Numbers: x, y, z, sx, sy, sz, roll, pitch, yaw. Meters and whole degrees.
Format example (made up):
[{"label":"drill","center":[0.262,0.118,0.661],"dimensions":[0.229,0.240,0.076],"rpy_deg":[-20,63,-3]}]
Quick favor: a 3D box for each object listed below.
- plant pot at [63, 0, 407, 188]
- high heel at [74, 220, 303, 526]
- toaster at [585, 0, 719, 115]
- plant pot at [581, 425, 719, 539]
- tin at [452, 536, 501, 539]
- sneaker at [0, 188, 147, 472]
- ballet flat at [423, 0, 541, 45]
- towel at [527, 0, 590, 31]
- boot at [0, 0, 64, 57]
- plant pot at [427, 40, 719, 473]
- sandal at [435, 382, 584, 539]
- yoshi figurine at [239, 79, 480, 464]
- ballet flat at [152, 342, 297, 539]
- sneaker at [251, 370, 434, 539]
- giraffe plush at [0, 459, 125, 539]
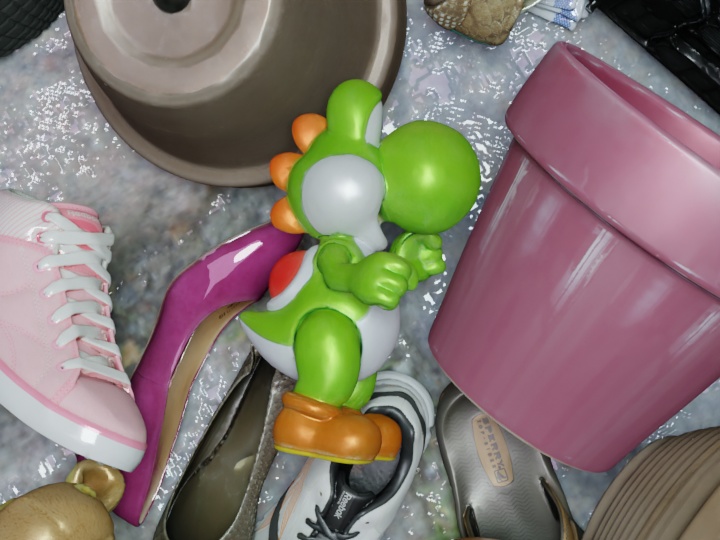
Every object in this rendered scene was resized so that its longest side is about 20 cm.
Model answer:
[{"label":"plant pot","center":[-0.080,-0.146,0.813],"dimensions":[0.200,0.175,0.201],"rpy_deg":[0,93,8]},{"label":"high heel","center":[-0.090,0.057,0.871],"dimensions":[0.200,0.067,0.096],"rpy_deg":[-41,77,16]},{"label":"toaster","center":[0.238,-0.139,0.799],"dimensions":[0.200,0.181,0.119],"rpy_deg":[40,89,-4]},{"label":"plant pot","center":[0.185,0.157,0.814],"dimensions":[0.093,0.201,0.201],"rpy_deg":[31,90,35]},{"label":"tin","center":[0.029,0.227,0.839],"dimensions":[0.200,0.042,0.112],"rpy_deg":[-32,106,12]},{"label":"sneaker","center":[-0.169,0.022,0.838],"dimensions":[0.200,0.075,0.105],"rpy_deg":[39,95,38]},{"label":"ballet flat","center":[0.115,-0.213,0.857],"dimensions":[0.065,0.071,0.200],"rpy_deg":[38,93,-23]},{"label":"towel","center":[0.065,-0.245,0.896],"dimensions":[0.200,0.024,0.147],"rpy_deg":[20,89,4]},{"label":"boot","center":[-0.215,-0.235,0.899],"dimensions":[0.131,0.068,0.200],"rpy_deg":[35,88,14]},{"label":"plant pot","center":[0.137,0.002,0.811],"dimensions":[0.200,0.200,0.179],"rpy_deg":[36,106,3]},{"label":"sandal","center":[0.100,0.155,0.864],"dimensions":[0.082,0.055,0.201],"rpy_deg":[-19,93,3]},{"label":"yoshi figurine","center":[0.014,0.001,0.783],"dimensions":[0.112,0.112,0.201],"rpy_deg":[9,84,-36]},{"label":"ballet flat","center":[-0.077,0.113,0.870],"dimensions":[0.067,0.046,0.200],"rpy_deg":[28,88,33]},{"label":"sneaker","center":[-0.023,0.150,0.861],"dimensions":[0.074,0.080,0.200],"rpy_deg":[26,92,1]},{"label":"giraffe plush","center":[-0.142,0.177,0.779],"dimensions":[0.162,0.172,0.200],"rpy_deg":[52,126,19]}]
